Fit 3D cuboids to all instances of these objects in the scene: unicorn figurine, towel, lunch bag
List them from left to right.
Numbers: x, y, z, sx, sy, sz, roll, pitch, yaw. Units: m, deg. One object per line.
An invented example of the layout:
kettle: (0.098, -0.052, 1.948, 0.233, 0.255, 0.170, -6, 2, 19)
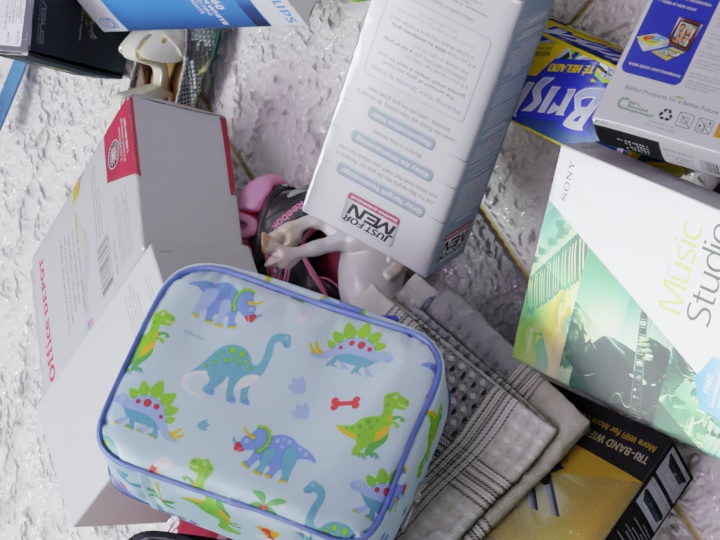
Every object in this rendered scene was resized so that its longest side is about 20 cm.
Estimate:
lunch bag: (-0.050, 0.089, 1.604, 0.199, 0.083, 0.162, 18, 67, 13)
unicorn figurine: (0.000, 0.000, 1.770, 0.136, 0.074, 0.202, -2, 95, 1)
towel: (0.021, 0.108, 1.652, 0.200, 0.035, 0.192, -43, 49, -7)

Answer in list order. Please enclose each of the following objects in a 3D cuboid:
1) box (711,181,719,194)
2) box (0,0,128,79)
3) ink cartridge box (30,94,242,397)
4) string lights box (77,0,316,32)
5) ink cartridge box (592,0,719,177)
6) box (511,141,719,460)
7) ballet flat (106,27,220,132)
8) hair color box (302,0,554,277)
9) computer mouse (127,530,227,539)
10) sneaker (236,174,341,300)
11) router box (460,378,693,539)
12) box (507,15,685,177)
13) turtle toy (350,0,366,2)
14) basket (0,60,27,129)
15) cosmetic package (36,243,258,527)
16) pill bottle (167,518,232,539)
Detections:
box: (0.274, 0.000, 1.553, 0.200, 0.050, 0.158, -50, 57, 27)
box: (-0.222, -0.253, 1.951, 0.051, 0.158, 0.202, 7, 89, 21)
ink cartridge box: (-0.164, -0.006, 1.875, 0.200, 0.085, 0.148, 125, 145, -44)
string lights box: (-0.109, -0.232, 1.882, 0.199, 0.059, 0.103, 2, 56, 38)
ink cartridge box: (0.224, -0.155, 1.578, 0.094, 0.037, 0.201, 18, 71, 24)
box: (0.187, 0.020, 1.563, 0.199, 0.036, 0.145, 26, 110, 41)
ballet flat: (-0.153, -0.141, 1.940, 0.072, 0.072, 0.202, 19, 98, 41)
hair color box: (0.044, -0.109, 1.657, 0.099, 0.061, 0.201, 28, 117, 18)
computer mouse: (-0.071, 0.249, 1.721, 0.198, 0.046, 0.142, 11, 104, 11)
sneaker: (-0.048, 0.034, 1.834, 0.095, 0.079, 0.202, 6, 91, 31)
router box: (0.087, 0.145, 1.651, 0.199, 0.052, 0.158, 24, 70, 37)
box: (0.127, -0.125, 1.685, 0.199, 0.070, 0.065, 29, 109, 40)
turtle toy: (0.053, -0.253, 1.727, 0.199, 0.101, 0.146, -28, 65, 5)
basket: (-0.310, -0.217, 2.025, 0.139, 0.176, 0.201, 17, 78, 41)
cosmetic package: (-0.140, 0.081, 1.776, 0.200, 0.084, 0.108, -50, 50, 43)
pill bottle: (-0.077, 0.197, 1.798, 0.113, 0.113, 0.201, 40, 98, 37)
